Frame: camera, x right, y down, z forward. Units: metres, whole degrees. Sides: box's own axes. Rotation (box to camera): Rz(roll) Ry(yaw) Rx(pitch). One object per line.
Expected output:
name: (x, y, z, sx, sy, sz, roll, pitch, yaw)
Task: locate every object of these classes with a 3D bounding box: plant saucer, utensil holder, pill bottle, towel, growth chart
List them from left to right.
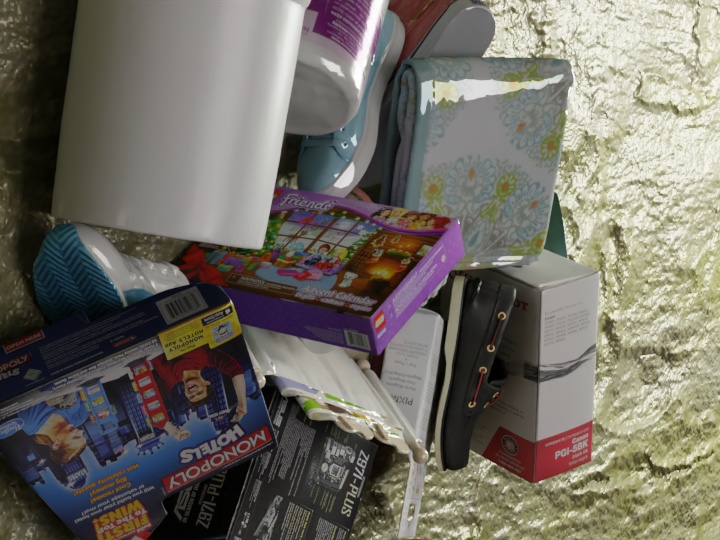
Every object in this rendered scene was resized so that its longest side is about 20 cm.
utensil holder: (-0.133, -0.125, 1.307, 0.170, 0.170, 0.200, 9, 91, -55)
pill bottle: (-0.034, -0.219, 1.463, 0.112, 0.112, 0.200, 52, 42, -45)
growth chart: (-0.034, 0.088, 1.478, 0.200, 0.145, 0.018, 27, 112, -35)
towel: (0.099, -0.093, 1.606, 0.171, 0.048, 0.200, -5, 114, -32)
plant saucer: (0.188, 0.021, 1.828, 0.200, 0.036, 0.200, -4, 90, -89)

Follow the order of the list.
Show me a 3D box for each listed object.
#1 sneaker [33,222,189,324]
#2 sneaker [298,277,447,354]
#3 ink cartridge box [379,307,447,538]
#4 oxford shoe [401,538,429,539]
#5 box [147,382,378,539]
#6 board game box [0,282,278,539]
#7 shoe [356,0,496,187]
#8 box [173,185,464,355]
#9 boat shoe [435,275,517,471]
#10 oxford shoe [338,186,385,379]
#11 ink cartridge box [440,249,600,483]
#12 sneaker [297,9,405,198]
sneaker: (-0.178, 0.021, 1.358, 0.200, 0.076, 0.081, 59, 40, -48)
sneaker: (0.000, 0.000, 1.518, 0.200, 0.080, 0.077, -21, 127, -41)
ink cartridge box: (0.041, 0.139, 1.646, 0.163, 0.057, 0.200, 46, 58, -79)
oxford shoe: (0.026, 0.298, 1.599, 0.200, 0.071, 0.073, -22, 134, -52)
box: (-0.087, 0.207, 1.497, 0.164, 0.086, 0.200, 36, 67, -51)
board game box: (-0.171, 0.120, 1.324, 0.200, 0.062, 0.200, -23, 131, -12)
shoe: (0.033, -0.171, 1.617, 0.071, 0.091, 0.200, 31, 100, -39)
box: (-0.036, -0.005, 1.432, 0.137, 0.200, 0.039, -47, 137, -40)
boat shoe: (0.104, 0.101, 1.659, 0.074, 0.063, 0.202, -72, 170, -64)
oxford shoe: (-0.018, 0.027, 1.578, 0.075, 0.070, 0.200, -15, 107, -48)
ink cartridge box: (0.150, 0.080, 1.728, 0.083, 0.147, 0.200, -15, 116, -34)
sneaker: (-0.027, -0.153, 1.541, 0.082, 0.074, 0.200, 38, 57, -41)
